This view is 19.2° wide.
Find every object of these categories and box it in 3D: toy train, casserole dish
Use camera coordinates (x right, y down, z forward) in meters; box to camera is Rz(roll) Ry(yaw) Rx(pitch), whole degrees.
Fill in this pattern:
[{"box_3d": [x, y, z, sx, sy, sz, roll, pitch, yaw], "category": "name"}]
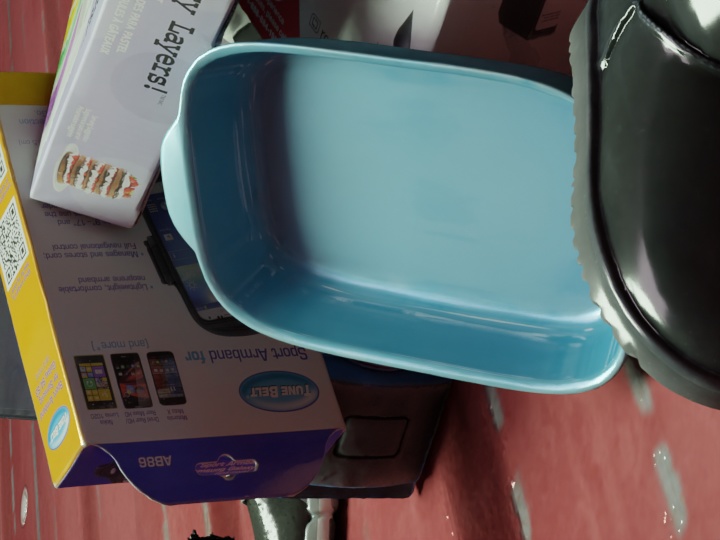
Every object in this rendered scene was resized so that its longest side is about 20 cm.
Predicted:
[{"box_3d": [0.000, 0.000, 0.923, 0.114, 0.086, 0.201, 56, 136, 50], "category": "toy train"}, {"box_3d": [0.020, -0.025, 0.754, 0.039, 0.198, 0.122, -42, -46, -50], "category": "casserole dish"}]

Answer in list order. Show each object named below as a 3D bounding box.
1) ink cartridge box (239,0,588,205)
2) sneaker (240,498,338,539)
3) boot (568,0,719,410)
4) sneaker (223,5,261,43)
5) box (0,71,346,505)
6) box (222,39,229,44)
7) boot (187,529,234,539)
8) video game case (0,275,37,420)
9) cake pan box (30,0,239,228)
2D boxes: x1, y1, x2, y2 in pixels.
[{"box_3d": [0.035, -0.148, 0.794, 0.145, 0.083, 0.201, 56, 139, 39], "category": "ink cartridge box"}, {"box_3d": [-0.075, 0.074, 1.073, 0.075, 0.114, 0.202, 127, 144, -59], "category": "sneaker"}, {"box_3d": [0.125, -0.082, 0.590, 0.200, 0.065, 0.166, 122, 147, -46], "category": "boot"}, {"box_3d": [-0.020, -0.186, 0.929, 0.074, 0.079, 0.202, -143, 61, -71], "category": "sneaker"}, {"box_3d": [-0.084, 0.010, 0.870, 0.042, 0.118, 0.201, -49, 51, 47], "category": "box"}, {"box_3d": [-0.092, -0.146, 1.141, 0.041, 0.156, 0.200, -40, 31, 12], "category": "box"}, {"box_3d": [-0.079, 0.250, 1.096, 0.200, 0.076, 0.170, -107, 24, -64], "category": "boot"}, {"box_3d": [-0.086, 0.006, 0.989, 0.019, 0.198, 0.144, -124, 43, -63], "category": "video game case"}, {"box_3d": [-0.071, -0.146, 0.829, 0.200, 0.052, 0.185, 123, 157, -51], "category": "cake pan box"}]
